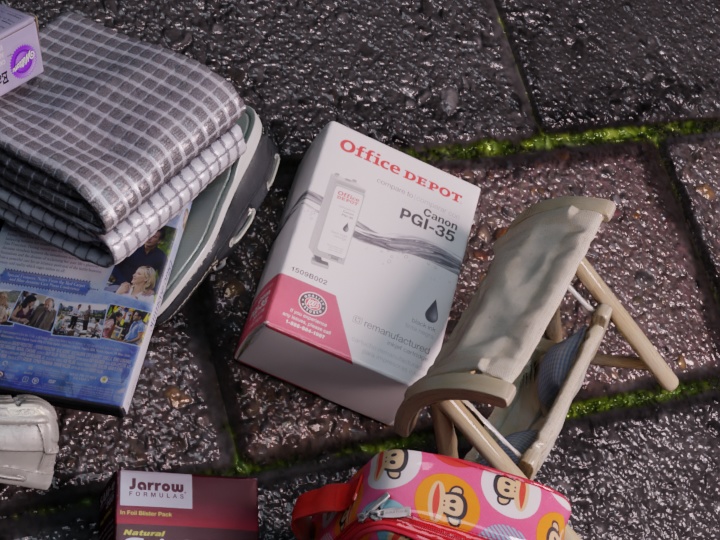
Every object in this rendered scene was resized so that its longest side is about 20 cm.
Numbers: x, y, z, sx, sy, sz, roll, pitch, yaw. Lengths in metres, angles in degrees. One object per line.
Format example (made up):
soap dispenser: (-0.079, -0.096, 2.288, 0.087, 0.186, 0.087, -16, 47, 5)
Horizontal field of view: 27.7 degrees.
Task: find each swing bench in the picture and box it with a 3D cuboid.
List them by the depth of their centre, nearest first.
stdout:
swing bench: (0.129, 0.081, 1.110, 0.199, 0.129, 0.201, -54, 131, -34)

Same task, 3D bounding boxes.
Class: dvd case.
dvd case: (-0.215, 0.007, 1.087, 0.141, 0.018, 0.202, 8, 60, 9)

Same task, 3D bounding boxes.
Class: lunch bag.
lunch bag: (0.036, 0.194, 1.026, 0.175, 0.200, 0.083, 19, 57, -10)

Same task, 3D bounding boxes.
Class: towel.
towel: (-0.209, -0.108, 1.098, 0.199, 0.086, 0.166, 26, 54, 23)

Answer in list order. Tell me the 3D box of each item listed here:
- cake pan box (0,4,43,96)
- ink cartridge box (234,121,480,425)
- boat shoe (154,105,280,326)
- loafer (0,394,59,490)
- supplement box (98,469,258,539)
cake pan box: (-0.362, -0.153, 1.052, 0.199, 0.053, 0.184, 22, 42, 28)
ink cartridge box: (0.000, 0.000, 1.176, 0.145, 0.083, 0.201, 23, 59, -11)
boat shoe: (-0.119, -0.034, 1.151, 0.201, 0.075, 0.060, -61, 139, -20)
loafer: (-0.306, 0.123, 0.991, 0.198, 0.070, 0.071, 0, 93, -11)
supplement box: (-0.126, 0.245, 1.013, 0.108, 0.061, 0.202, 6, 62, -20)
